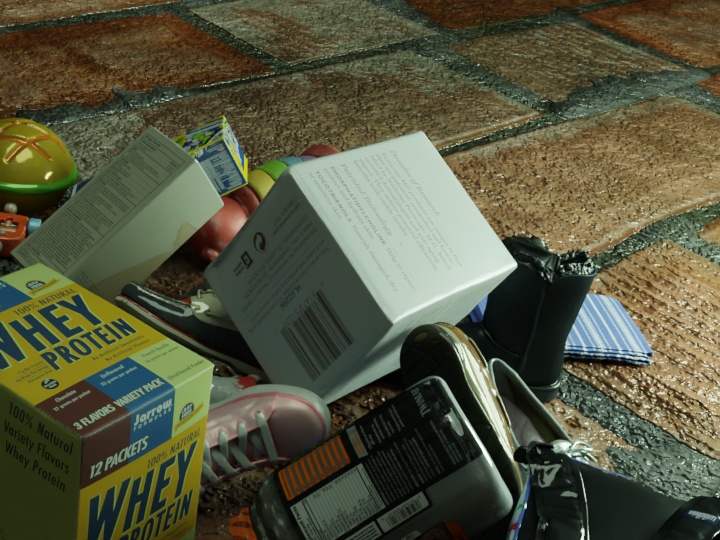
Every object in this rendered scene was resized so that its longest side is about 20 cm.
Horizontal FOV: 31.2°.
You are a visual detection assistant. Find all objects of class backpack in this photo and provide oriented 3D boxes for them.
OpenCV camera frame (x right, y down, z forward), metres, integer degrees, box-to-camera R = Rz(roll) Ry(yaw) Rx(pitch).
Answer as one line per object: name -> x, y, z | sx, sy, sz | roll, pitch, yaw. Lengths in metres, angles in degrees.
backpack -> 0.185, 0.244, 0.981 | 0.197, 0.156, 0.190 | 13, 20, 18

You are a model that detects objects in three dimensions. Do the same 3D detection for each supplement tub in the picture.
supplement tub -> 0.006, 0.181, 0.989 | 0.198, 0.123, 0.123 | -31, 35, 0

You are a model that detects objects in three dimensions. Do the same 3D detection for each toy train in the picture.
toy train -> -0.442, -0.025, 1.363 | 0.197, 0.056, 0.151 | 6, 27, -14

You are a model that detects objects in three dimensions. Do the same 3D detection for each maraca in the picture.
maraca -> -0.405, -0.128, 1.504 | 0.135, 0.108, 0.200 | 0, 24, -28

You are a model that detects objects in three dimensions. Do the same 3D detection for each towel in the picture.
towel -> 0.220, 0.061, 1.466 | 0.197, 0.024, 0.145 | 6, 26, -12

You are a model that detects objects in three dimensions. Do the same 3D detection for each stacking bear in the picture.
stacking bear -> -0.109, -0.066, 1.488 | 0.198, 0.114, 0.122 | -22, 76, -29

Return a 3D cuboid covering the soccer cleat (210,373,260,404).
soccer cleat -> -0.154, 0.123, 1.182 | 0.198, 0.069, 0.085 | 23, 39, 28

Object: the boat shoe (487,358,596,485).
boat shoe -> 0.165, 0.162, 1.210 | 0.073, 0.066, 0.202 | -4, 32, -24

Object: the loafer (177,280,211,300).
loafer -> -0.126, 0.030, 1.359 | 0.072, 0.074, 0.199 | 21, 19, 37

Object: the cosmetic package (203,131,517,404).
cosmetic package -> 0.000, 0.000, 1.188 | 0.199, 0.167, 0.167 | -21, 70, -49

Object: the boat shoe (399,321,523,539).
boat shoe -> 0.101, 0.137, 1.121 | 0.075, 0.203, 0.074 | -19, -1, 29

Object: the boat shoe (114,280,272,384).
boat shoe -> -0.139, 0.054, 1.245 | 0.198, 0.063, 0.071 | 26, -10, -10

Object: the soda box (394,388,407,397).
soda box -> 0.029, 0.166, 1.154 | 0.064, 0.069, 0.199 | 26, 32, 27

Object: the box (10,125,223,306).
box -> -0.248, -0.044, 1.325 | 0.200, 0.078, 0.095 | -43, 50, -13

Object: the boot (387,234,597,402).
boot -> 0.128, 0.041, 1.309 | 0.197, 0.170, 0.077 | 8, 28, -4

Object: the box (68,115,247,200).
box -> -0.227, -0.095, 1.446 | 0.198, 0.065, 0.070 | -24, 28, 7

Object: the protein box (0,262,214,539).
protein box -> -0.233, 0.137, 0.978 | 0.197, 0.202, 0.134 | 26, 32, 28

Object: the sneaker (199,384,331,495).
sneaker -> -0.125, 0.158, 1.081 | 0.197, 0.076, 0.105 | -8, 28, 14
